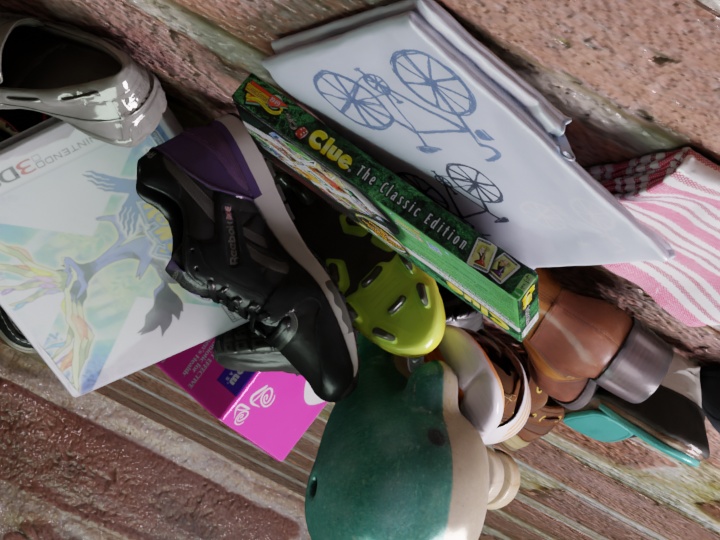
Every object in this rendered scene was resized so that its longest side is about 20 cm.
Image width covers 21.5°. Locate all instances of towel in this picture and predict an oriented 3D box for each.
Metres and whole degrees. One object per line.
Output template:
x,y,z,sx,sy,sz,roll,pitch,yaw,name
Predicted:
0.179,-0.009,1.016,0.146,0.030,0.200,29,167,-16,towel

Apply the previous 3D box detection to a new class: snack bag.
0.057,-0.064,0.996,0.200,0.021,0.188,40,162,-19,snack bag

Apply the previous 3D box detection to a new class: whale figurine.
0.008,0.116,1.221,0.103,0.201,0.160,7,131,-23,whale figurine

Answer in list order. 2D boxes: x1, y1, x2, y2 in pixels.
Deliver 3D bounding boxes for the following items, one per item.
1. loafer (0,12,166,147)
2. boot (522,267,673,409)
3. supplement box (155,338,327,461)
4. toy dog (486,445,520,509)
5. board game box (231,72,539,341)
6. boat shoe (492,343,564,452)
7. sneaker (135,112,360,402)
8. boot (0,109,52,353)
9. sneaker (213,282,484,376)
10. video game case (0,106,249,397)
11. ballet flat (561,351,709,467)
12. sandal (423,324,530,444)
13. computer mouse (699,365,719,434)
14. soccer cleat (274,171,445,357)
-0.214,-0.136,1.203,0.199,0.070,0.070,16,155,23,loafer
0.086,0.015,1.226,0.199,0.069,0.188,34,179,-9,boot
-0.118,0.055,1.586,0.200,0.101,0.103,36,177,38,supplement box
0.044,0.131,1.525,0.132,0.096,0.200,44,-171,-48,toy dog
0.017,-0.035,1.081,0.199,0.024,0.105,36,170,12,board game box
0.109,0.081,1.462,0.067,0.072,0.200,-25,152,14,boat shoe
-0.077,0.005,1.206,0.201,0.087,0.076,60,155,11,sneaker
-0.241,-0.052,1.336,0.073,0.205,0.154,-7,169,-14,boot
-0.005,0.060,1.344,0.198,0.076,0.091,-4,124,8,sneaker
-0.173,-0.018,1.296,0.181,0.022,0.201,-24,123,15,video game case
0.188,0.084,1.280,0.068,0.069,0.200,29,174,-15,ballet flat
0.079,0.080,1.272,0.207,0.059,0.080,109,139,-71,sandal
0.271,0.091,1.207,0.199,0.046,0.140,11,162,49,computer mouse
0.000,-0.001,1.256,0.200,0.065,0.084,39,179,42,soccer cleat
